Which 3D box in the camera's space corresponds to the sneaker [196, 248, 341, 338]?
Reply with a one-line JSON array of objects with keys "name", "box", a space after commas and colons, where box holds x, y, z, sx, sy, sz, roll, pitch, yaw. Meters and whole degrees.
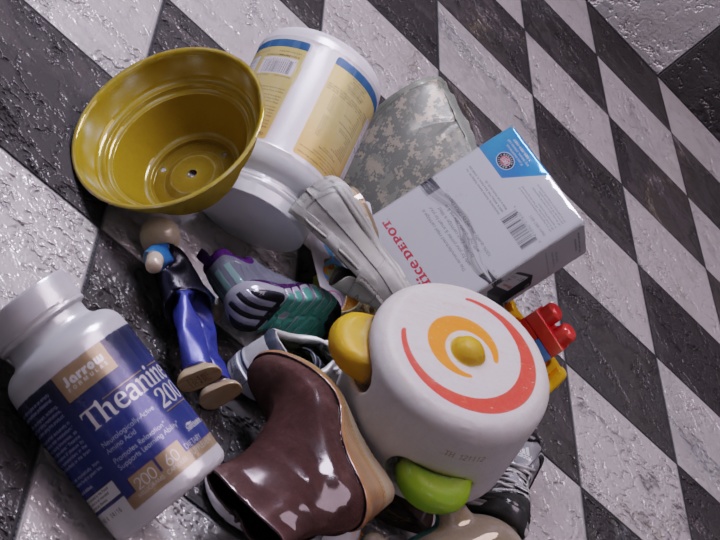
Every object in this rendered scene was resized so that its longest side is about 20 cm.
[{"name": "sneaker", "box": [-0.089, 0.019, 1.664, 0.088, 0.074, 0.200, 51, 11, 24]}]

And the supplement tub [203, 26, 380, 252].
[{"name": "supplement tub", "box": [-0.076, -0.137, 1.732, 0.144, 0.144, 0.202, 38, 64, -28]}]

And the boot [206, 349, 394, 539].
[{"name": "boot", "box": [-0.074, 0.153, 1.443, 0.165, 0.073, 0.200, -10, 50, -50]}]

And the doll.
[{"name": "doll", "box": [-0.167, 0.026, 1.547, 0.137, 0.048, 0.201, 48, 17, -53]}]

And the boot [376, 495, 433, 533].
[{"name": "boot", "box": [0.072, 0.212, 1.709, 0.185, 0.064, 0.201, 33, 28, -19]}]

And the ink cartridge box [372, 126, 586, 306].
[{"name": "ink cartridge box", "box": [0.125, -0.036, 1.795, 0.146, 0.199, 0.084, 56, -5, 24]}]

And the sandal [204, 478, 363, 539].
[{"name": "sandal", "box": [-0.050, 0.220, 1.486, 0.206, 0.059, 0.080, 31, 32, -38]}]

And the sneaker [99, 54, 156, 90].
[{"name": "sneaker", "box": [-0.179, -0.169, 1.748, 0.199, 0.087, 0.074, 25, 35, -46]}]

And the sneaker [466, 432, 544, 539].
[{"name": "sneaker", "box": [0.151, 0.213, 1.691, 0.074, 0.116, 0.200, 27, -11, 1]}]

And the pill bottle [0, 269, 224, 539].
[{"name": "pill bottle", "box": [-0.207, 0.103, 1.305, 0.201, 0.111, 0.111, 52, 24, 0]}]

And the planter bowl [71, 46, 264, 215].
[{"name": "planter bowl", "box": [-0.177, -0.117, 1.618, 0.084, 0.198, 0.202, 67, 5, -51]}]

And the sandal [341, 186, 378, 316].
[{"name": "sandal", "box": [0.001, 0.022, 1.759, 0.214, 0.069, 0.078, 67, -17, -8]}]

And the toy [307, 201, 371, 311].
[{"name": "toy", "box": [-0.020, 0.010, 1.825, 0.114, 0.047, 0.202, 11, 59, -42]}]

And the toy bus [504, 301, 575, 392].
[{"name": "toy bus", "box": [0.143, 0.081, 1.856, 0.201, 0.192, 0.135, 53, 26, 6]}]

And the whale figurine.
[{"name": "whale figurine", "box": [0.066, 0.291, 1.560, 0.198, 0.103, 0.161, 10, 83, -34]}]

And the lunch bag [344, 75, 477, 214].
[{"name": "lunch bag", "box": [0.061, -0.111, 1.958, 0.117, 0.200, 0.165, 24, 35, -44]}]

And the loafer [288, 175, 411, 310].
[{"name": "loafer", "box": [0.000, 0.000, 1.665, 0.201, 0.069, 0.070, 57, -5, -10]}]

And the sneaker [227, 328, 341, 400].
[{"name": "sneaker", "box": [-0.044, 0.106, 1.634, 0.199, 0.071, 0.074, 18, 41, -54]}]

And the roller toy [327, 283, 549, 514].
[{"name": "roller toy", "box": [0.075, 0.109, 1.536, 0.181, 0.140, 0.200, -22, 63, -41]}]
